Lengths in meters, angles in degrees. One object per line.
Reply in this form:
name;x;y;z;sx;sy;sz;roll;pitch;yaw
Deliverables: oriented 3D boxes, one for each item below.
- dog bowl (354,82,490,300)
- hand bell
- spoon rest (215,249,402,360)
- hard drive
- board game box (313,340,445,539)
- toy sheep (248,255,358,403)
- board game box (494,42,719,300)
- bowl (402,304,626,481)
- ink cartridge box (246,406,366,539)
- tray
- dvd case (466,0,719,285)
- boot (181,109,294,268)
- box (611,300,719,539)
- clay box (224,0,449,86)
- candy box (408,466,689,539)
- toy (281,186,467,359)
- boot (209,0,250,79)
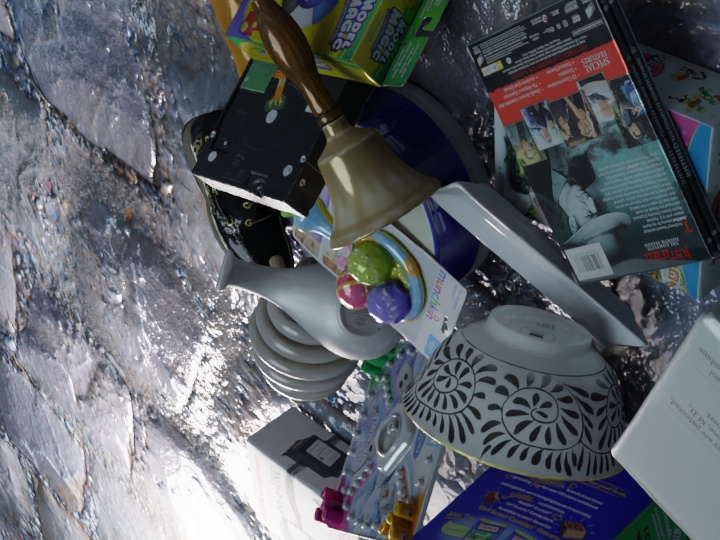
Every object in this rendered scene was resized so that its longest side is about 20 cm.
dog bowl;0.025;-0.068;1.218;0.199;0.079;0.202;34;140;34
hand bell;-0.029;-0.129;1.063;0.104;0.104;0.201;-18;105;57
spoon rest;-0.046;0.024;1.302;0.061;0.198;0.100;-166;93;-74
hard drive;-0.053;-0.153;1.165;0.139;0.201;0.038;18;169;45
board game box;0.028;0.160;1.297;0.026;0.202;0.200;22;167;-21
toy sheep;-0.056;0.066;1.399;0.138;0.137;0.201;38;144;29
board game box;0.191;-0.089;0.988;0.199;0.064;0.149;29;139;38
bowl;0.142;0.088;1.121;0.200;0.200;0.095;28;112;39
ink cartridge box;-0.039;0.277;1.588;0.199;0.084;0.146;31;138;37
tray;0.145;-0.010;1.083;0.200;0.022;0.107;40;174;-7
dvd case;0.163;-0.090;0.945;0.146;0.022;0.201;-16;101;58
boot;-0.104;-0.087;1.392;0.150;0.073;0.202;-20;94;58
box;0.312;0.097;0.845;0.200;0.198;0.172;46;146;22
clay box;-0.017;-0.222;1.113;0.199;0.116;0.047;19;169;46
candy box;0.160;0.242;1.174;0.168;0.199;0.078;14;131;48
toy;0.000;0.000;1.190;0.200;0.047;0.116;44;147;23
boot;-0.116;-0.252;1.284;0.144;0.070;0.203;38;140;40
